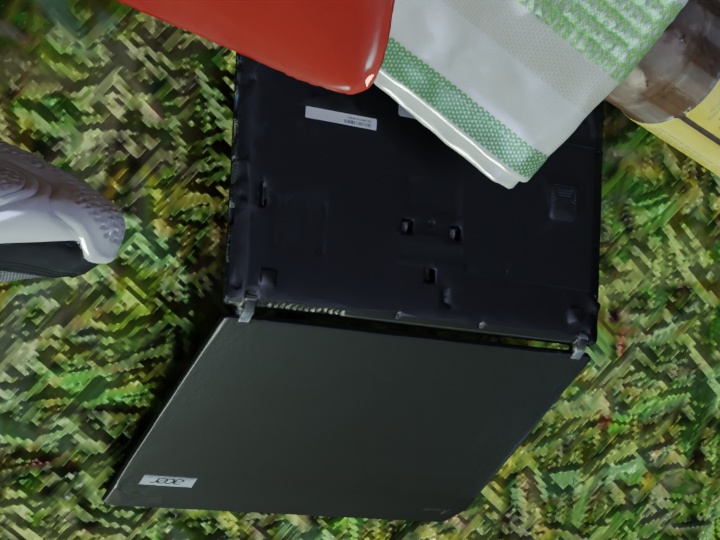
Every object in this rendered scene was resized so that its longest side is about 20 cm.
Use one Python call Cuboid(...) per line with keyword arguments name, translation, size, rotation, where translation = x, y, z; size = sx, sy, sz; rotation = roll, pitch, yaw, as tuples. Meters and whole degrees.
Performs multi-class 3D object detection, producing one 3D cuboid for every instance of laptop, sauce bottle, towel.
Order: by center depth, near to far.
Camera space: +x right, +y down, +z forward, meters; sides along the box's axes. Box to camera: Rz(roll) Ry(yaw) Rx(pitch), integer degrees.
Cuboid(name="towel", translation=(0.065, -0.147, 0.758), size=(0.149, 0.031, 0.200), rotation=(38, 104, -10))
Cuboid(name="laptop", translation=(0.000, 0.000, 0.855), size=(0.177, 0.103, 0.200), rotation=(7, 81, -33))
Cuboid(name="sauce bottle", translation=(0.133, -0.086, 0.856), size=(0.200, 0.065, 0.065), rotation=(28, 95, -40))

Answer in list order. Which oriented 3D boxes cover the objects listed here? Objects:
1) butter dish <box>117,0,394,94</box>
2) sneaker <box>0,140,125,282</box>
Cuboid(name="butter dish", translation=(-0.010, -0.179, 0.668), size=(0.148, 0.200, 0.200), rotation=(-15, 118, -37))
Cuboid(name="sneaker", translation=(-0.185, 0.007, 0.713), size=(0.200, 0.075, 0.114), rotation=(6, 108, -26))
